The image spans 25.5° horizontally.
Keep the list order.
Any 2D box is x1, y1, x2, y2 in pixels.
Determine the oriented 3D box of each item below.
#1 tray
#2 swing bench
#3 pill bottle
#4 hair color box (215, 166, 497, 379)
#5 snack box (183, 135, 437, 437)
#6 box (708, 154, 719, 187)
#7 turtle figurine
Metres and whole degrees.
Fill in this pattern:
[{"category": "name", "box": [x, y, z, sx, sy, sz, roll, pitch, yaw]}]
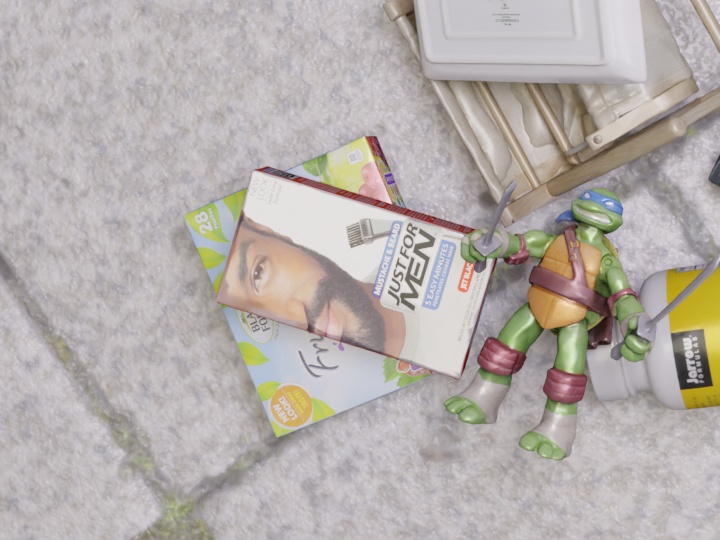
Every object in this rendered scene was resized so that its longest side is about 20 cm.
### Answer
[{"category": "tray", "box": [0.110, -0.185, 1.139, 0.199, 0.022, 0.108, 7, 114, 41]}, {"category": "swing bench", "box": [0.157, -0.170, 1.212, 0.200, 0.130, 0.199, -27, 92, 47]}, {"category": "pill bottle", "box": [0.278, 0.049, 1.228, 0.199, 0.111, 0.112, -9, 94, 17]}, {"category": "hair color box", "box": [0.000, 0.000, 1.237, 0.199, 0.064, 0.111, 17, 97, 6]}, {"category": "snack box", "box": [-0.028, 0.013, 1.308, 0.168, 0.068, 0.201, -22, 91, 11]}, {"category": "box", "box": [0.377, -0.115, 1.187, 0.157, 0.051, 0.200, 29, 127, 8]}, {"category": "turtle figurine", "box": [0.133, 0.033, 1.145, 0.143, 0.200, 0.195, 17, 100, -12]}]
